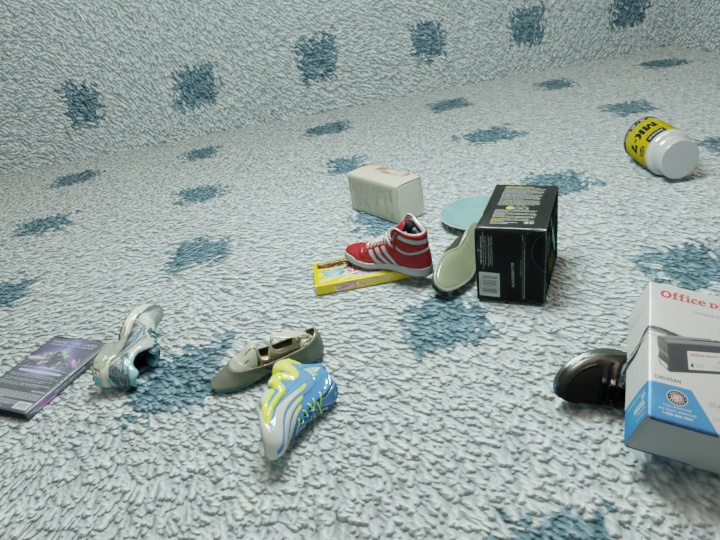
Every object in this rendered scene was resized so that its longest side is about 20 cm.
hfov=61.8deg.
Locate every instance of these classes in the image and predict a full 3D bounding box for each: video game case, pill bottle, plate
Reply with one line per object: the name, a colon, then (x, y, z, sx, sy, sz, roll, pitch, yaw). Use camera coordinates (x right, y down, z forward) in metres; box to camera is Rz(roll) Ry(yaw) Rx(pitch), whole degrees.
video game case: (-0.576, 0.188, 1.088, 0.140, 0.019, 0.200, 3, 29, 22)
pill bottle: (0.751, -0.308, 1.505, 0.112, 0.116, 0.201, -8, 27, 2)
plate: (0.283, -0.129, 1.411, 0.196, 0.026, 0.201, -7, 28, 3)

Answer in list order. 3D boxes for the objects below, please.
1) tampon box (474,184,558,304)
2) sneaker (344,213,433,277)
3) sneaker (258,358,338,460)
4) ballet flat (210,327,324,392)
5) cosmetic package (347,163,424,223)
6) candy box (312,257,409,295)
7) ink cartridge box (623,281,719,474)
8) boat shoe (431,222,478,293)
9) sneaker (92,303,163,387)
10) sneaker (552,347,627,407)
tampon box: (0.297, -0.054, 1.128, 0.124, 0.153, 0.200, 4, 30, 23)
sneaker: (0.051, -0.059, 1.198, 0.196, 0.114, 0.071, 10, 36, 27)
sneaker: (-0.086, 0.188, 0.871, 0.103, 0.077, 0.201, -7, 27, 3)
ballet flat: (-0.158, 0.140, 0.998, 0.196, 0.065, 0.067, -16, 28, -13)
cosmetic package: (0.063, -0.197, 1.525, 0.086, 0.105, 0.199, -27, 33, -29)
candy box: (0.000, 0.000, 1.255, 0.196, 0.027, 0.103, -11, 31, -2)
ink cartridge box: (0.408, 0.127, 0.731, 0.142, 0.085, 0.202, 13, 52, 11)
boat shoe: (0.193, -0.016, 1.191, 0.072, 0.061, 0.201, 43, 53, 1)
sneaker: (-0.393, 0.139, 1.083, 0.084, 0.079, 0.201, 8, 37, 7)
sneaker: (0.361, 0.152, 0.803, 0.195, 0.075, 0.082, -7, 29, 6)
